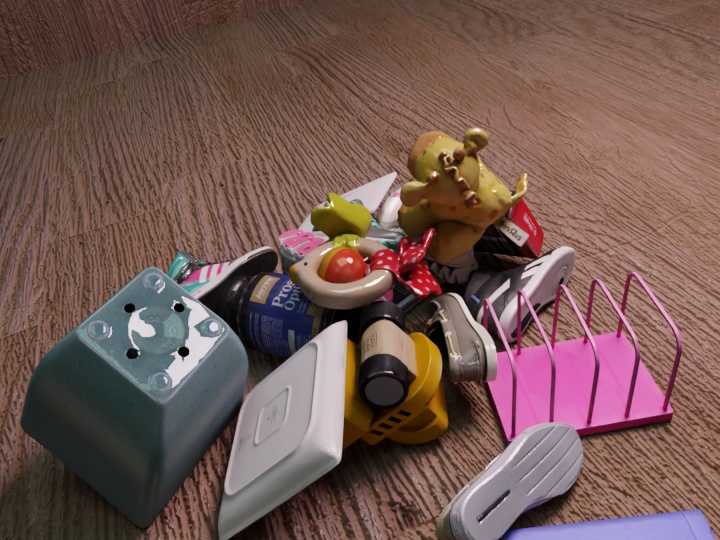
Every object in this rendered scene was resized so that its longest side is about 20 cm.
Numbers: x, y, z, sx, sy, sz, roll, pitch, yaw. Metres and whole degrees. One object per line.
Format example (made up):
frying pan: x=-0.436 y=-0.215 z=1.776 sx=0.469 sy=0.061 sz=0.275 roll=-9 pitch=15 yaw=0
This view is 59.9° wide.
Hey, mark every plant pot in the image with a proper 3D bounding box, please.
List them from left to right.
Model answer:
plant pot: x=-0.240 y=0.116 z=0.701 sx=0.193 sy=0.202 sz=0.197 roll=36 pitch=46 yaw=4

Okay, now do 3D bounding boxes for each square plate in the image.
square plate: x=-0.091 y=0.172 z=0.706 sx=0.197 sy=0.028 sz=0.203 roll=-40 pitch=27 yaw=26

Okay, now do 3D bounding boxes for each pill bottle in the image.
pill bottle: x=-0.103 y=0.065 z=0.877 sx=0.194 sy=0.115 sz=0.113 roll=10 pitch=40 yaw=25

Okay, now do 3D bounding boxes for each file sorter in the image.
file sorter: x=0.251 y=0.097 z=0.739 sx=0.193 sy=0.129 sz=0.141 roll=-9 pitch=36 yaw=0

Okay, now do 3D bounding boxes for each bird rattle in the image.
bird rattle: x=0.000 y=0.000 z=0.803 sx=0.161 sy=0.115 sz=0.198 roll=-33 pitch=51 yaw=-30

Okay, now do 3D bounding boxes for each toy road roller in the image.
toy road roller: x=0.017 y=0.154 z=0.749 sx=0.199 sy=0.145 sz=0.125 roll=-39 pitch=27 yaw=25

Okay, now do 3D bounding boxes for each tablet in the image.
tablet: x=-0.031 y=-0.111 z=1.111 sx=0.196 sy=0.014 sz=0.131 roll=-19 pitch=27 yaw=36

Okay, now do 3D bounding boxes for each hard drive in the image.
hard drive: x=0.238 y=0.292 z=0.566 sx=0.193 sy=0.026 sz=0.134 roll=-8 pitch=36 yaw=3

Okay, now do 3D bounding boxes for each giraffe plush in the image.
giraffe plush: x=0.117 y=-0.113 z=0.827 sx=0.197 sy=0.161 sz=0.177 roll=23 pitch=83 yaw=39

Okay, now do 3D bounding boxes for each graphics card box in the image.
graphics card box: x=0.171 y=-0.077 z=0.966 sx=0.196 sy=0.125 sz=0.052 roll=9 pitch=70 yaw=40

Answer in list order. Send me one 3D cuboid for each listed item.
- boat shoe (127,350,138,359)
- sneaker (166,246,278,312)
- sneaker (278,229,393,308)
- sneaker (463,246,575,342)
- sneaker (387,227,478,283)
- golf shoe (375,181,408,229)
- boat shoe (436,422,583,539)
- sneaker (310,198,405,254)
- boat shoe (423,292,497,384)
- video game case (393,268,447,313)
boat shoe: x=-0.311 y=0.139 z=0.877 sx=0.091 sy=0.075 sz=0.203 roll=-31 pitch=41 yaw=10
sneaker: x=-0.240 y=0.005 z=1.021 sx=0.198 sy=0.085 sz=0.120 roll=-35 pitch=52 yaw=-29
sneaker: x=-0.041 y=0.017 z=0.932 sx=0.196 sy=0.089 sz=0.074 roll=27 pitch=40 yaw=14
sneaker: x=0.221 y=0.012 z=0.906 sx=0.110 sy=0.075 sz=0.198 roll=23 pitch=47 yaw=38
sneaker: x=0.090 y=-0.045 z=0.972 sx=0.195 sy=0.083 sz=0.076 roll=12 pitch=42 yaw=28
golf shoe: x=0.106 y=-0.112 z=1.088 sx=0.091 sy=0.074 sz=0.198 roll=36 pitch=47 yaw=27
boat shoe: x=0.155 y=0.217 z=0.651 sx=0.196 sy=0.074 sz=0.062 roll=-19 pitch=-10 yaw=-34
sneaker: x=-0.006 y=-0.068 z=0.972 sx=0.196 sy=0.077 sz=0.094 roll=8 pitch=75 yaw=40
boat shoe: x=0.114 y=0.083 z=0.807 sx=0.058 sy=0.075 sz=0.202 roll=-8 pitch=19 yaw=-8
video game case: x=0.026 y=0.004 z=1.007 sx=0.180 sy=0.024 sz=0.198 roll=-33 pitch=43 yaw=-29
